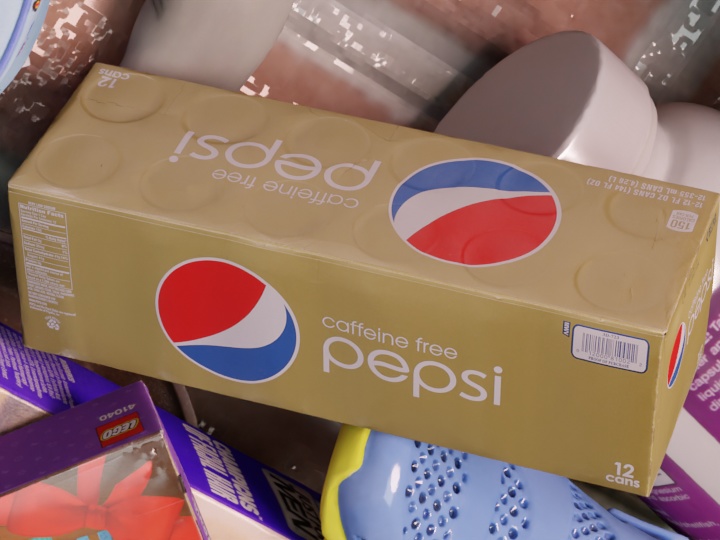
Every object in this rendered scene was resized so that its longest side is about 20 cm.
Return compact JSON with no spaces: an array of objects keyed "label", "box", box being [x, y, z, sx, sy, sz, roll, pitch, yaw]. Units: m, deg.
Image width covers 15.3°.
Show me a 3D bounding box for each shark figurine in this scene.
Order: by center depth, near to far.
[{"label":"shark figurine","box":[-0.044,-0.136,0.792,0.127,0.090,0.216,-20,117,-8]}]

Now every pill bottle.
[{"label":"pill bottle","box":[0.110,0.017,0.878,0.112,0.112,0.200,-45,115,5]}]

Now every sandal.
[{"label":"sandal","box":[0.064,0.092,0.849,0.200,0.087,0.080,35,65,-44]}]

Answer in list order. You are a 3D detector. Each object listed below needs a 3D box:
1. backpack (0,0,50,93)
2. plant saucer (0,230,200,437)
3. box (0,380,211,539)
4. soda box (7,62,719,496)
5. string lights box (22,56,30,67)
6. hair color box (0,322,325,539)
[{"label":"backpack","box":[-0.164,-0.094,0.683,0.199,0.135,0.184,7,110,-21]},{"label":"plant saucer","box":[-0.151,0.072,0.870,0.199,0.037,0.202,-6,112,-14]},{"label":"box","box":[-0.130,0.133,0.790,0.199,0.039,0.138,-22,116,-5]},{"label":"soda box","box":[0.000,0.000,0.787,0.199,0.068,0.064,13,131,15]},{"label":"string lights box","box":[-0.169,-0.146,0.766,0.102,0.059,0.201,-17,114,-9]},{"label":"hair color box","box":[-0.110,0.085,0.832,0.199,0.065,0.110,29,101,-25]}]
